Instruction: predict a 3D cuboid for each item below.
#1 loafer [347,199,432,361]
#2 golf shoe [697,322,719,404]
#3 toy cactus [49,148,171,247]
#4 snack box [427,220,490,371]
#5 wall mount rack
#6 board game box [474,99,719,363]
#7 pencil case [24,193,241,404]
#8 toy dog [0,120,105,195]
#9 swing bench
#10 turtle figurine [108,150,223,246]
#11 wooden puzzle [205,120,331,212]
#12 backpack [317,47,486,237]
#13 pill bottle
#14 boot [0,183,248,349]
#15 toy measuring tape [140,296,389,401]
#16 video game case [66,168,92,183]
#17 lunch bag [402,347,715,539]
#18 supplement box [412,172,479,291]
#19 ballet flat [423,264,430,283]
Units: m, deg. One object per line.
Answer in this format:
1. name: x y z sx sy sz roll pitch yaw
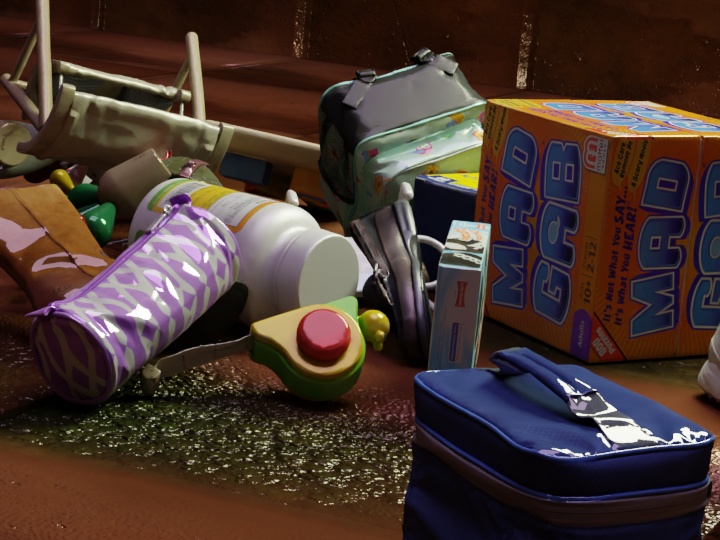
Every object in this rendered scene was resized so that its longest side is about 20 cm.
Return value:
1. loafer: 0.026 0.014 1.687 0.062 0.072 0.201 -11 37 3
2. golf shoe: 0.339 0.079 1.527 0.075 0.093 0.200 0 14 -29
3. toy cactus: -0.252 -0.057 1.759 0.164 0.103 0.200 -37 11 -1
4. snack box: 0.079 0.035 1.553 0.037 0.118 0.200 6 12 5
5. wall mount rack: 0.000 0.000 1.783 0.198 0.075 0.175 -4 52 -12
6. board game box: 0.240 -0.042 1.780 0.198 0.202 0.199 -3 15 -31
7. pencil case: -0.167 0.020 1.460 0.083 0.086 0.200 -7 25 33
8. toy dog: -0.366 -0.112 2.181 0.198 0.097 0.132 17 5 -19
9. swing bench: -0.268 -0.177 2.100 0.197 0.130 0.201 13 33 -28
10. turtle figurine: -0.178 -0.065 1.975 0.198 0.102 0.150 16 15 18
11. wooden puzzle: -0.083 -0.105 2.209 0.183 0.047 0.200 14 -10 15
12. backpack: 0.047 -0.108 2.023 0.174 0.201 0.154 -22 65 -21
13. pill bottle: -0.100 -0.010 1.696 0.199 0.112 0.111 15 15 39
14. boot: -0.215 -0.006 1.619 0.187 0.069 0.200 -18 43 -33
15. toy measuring tape: -0.064 0.075 1.467 0.198 0.074 0.073 -17 19 -19
16. video game case: -0.348 -0.135 2.404 0.142 0.018 0.199 -6 16 -42
17. lunch bag: 0.110 0.120 1.126 0.135 0.134 0.200 -1 14 -27
18. supplement box: 0.155 -0.037 1.941 0.199 0.111 0.108 -5 16 -42
19. ballet flat: -0.002 -0.014 1.916 0.067 0.047 0.199 -3 15 -38
